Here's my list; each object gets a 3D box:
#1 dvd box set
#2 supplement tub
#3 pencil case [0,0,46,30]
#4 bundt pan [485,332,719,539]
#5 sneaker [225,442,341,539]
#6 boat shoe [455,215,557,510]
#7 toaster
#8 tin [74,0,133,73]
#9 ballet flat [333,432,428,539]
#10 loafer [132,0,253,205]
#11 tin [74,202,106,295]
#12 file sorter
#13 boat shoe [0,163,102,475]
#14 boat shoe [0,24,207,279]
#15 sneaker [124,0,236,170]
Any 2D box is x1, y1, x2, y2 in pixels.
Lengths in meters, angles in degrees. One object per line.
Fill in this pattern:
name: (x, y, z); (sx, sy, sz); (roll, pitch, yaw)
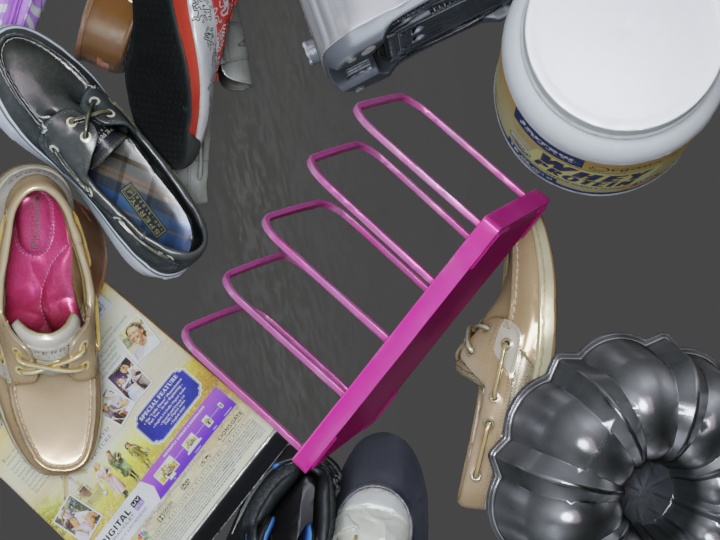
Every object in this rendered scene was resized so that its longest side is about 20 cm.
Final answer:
dvd box set: (-0.161, 0.107, 1.265); (0.200, 0.029, 0.147); (36, 86, 28)
supplement tub: (0.160, -0.131, 1.234); (0.143, 0.200, 0.146); (0, 84, 2)
pencil case: (-0.262, -0.136, 1.283); (0.085, 0.084, 0.202); (-11, 61, 42)
bundt pan: (0.185, 0.143, 1.234); (0.200, 0.076, 0.204); (-1, 95, -15)
sneaker: (-0.070, 0.207, 1.245); (0.073, 0.112, 0.202); (19, 85, -5)
boat shoe: (0.095, 0.060, 1.280); (0.064, 0.071, 0.202); (3, 85, 1)
toaster: (0.036, -0.219, 1.293); (0.199, 0.114, 0.130); (-26, 81, 1)
tin: (-0.138, -0.228, 1.301); (0.042, 0.112, 0.201); (23, 86, -6)
ballet flat: (0.006, 0.207, 1.269); (0.072, 0.073, 0.202); (10, 84, 3)
loafer: (-0.104, -0.143, 1.314); (0.069, 0.070, 0.202); (18, 91, -3)
tin: (-0.254, 0.030, 1.285); (0.112, 0.042, 0.200); (38, 86, 26)
file sorter: (0.000, 0.000, 1.226); (0.125, 0.139, 0.200); (41, 109, 8)
boat shoe: (-0.199, 0.036, 1.205); (0.073, 0.069, 0.202); (-9, 99, -12)
boat shoe: (-0.168, -0.081, 1.242); (0.200, 0.057, 0.069); (50, 64, -12)
sneaker: (-0.098, -0.172, 1.244); (0.067, 0.108, 0.203); (20, 125, 38)
